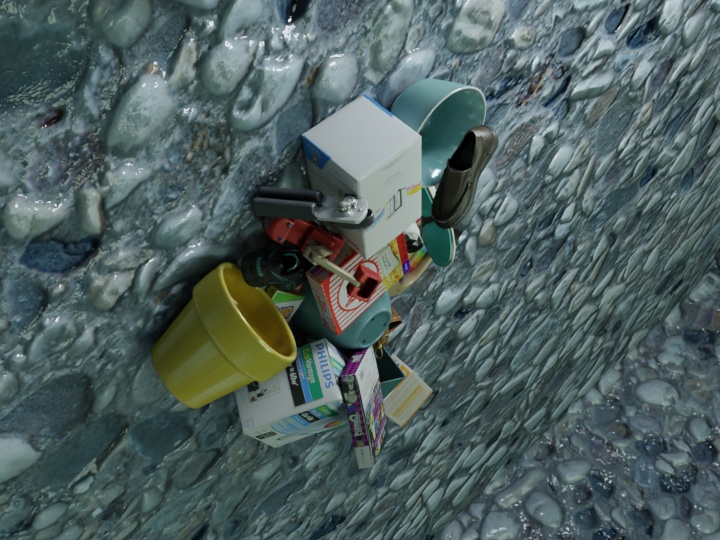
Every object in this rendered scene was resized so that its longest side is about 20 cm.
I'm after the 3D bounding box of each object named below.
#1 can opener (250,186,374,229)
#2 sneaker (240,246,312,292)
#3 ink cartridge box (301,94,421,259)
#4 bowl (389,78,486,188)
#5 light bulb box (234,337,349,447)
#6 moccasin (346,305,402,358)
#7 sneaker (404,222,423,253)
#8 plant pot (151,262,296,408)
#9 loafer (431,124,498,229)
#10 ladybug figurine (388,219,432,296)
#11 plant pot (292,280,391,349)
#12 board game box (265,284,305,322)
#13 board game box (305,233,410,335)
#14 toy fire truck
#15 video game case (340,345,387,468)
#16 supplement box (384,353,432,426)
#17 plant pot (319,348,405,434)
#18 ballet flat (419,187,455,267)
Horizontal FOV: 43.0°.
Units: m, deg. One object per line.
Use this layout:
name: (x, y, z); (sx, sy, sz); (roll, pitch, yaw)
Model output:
can opener: (-0.078, -0.095, 1.460); (0.067, 0.197, 0.053); (81, 24, -46)
sneaker: (-0.125, -0.003, 1.577); (0.078, 0.077, 0.199); (-14, 178, 25)
ink cartridge box: (0.007, -0.156, 1.553); (0.144, 0.147, 0.201); (-37, 149, -22)
bowl: (0.121, -0.261, 1.633); (0.200, 0.105, 0.202); (-34, 148, -25)
light bulb box: (-0.118, 0.240, 1.764); (0.198, 0.126, 0.198); (-20, 158, 8)
moccasin: (0.033, 0.137, 1.943); (0.074, 0.077, 0.201); (-56, 171, 25)
sneaker: (0.033, -0.094, 1.752); (0.198, 0.090, 0.074); (14, 149, -43)
plant pot: (-0.236, 0.121, 1.511); (0.188, 0.202, 0.201); (-36, 152, 10)
loafer: (0.173, -0.172, 1.641); (0.071, 0.073, 0.202); (5, 112, -50)
ladybug figurine: (0.098, -0.041, 1.889); (0.201, 0.072, 0.136); (-52, 152, 4)
plant pot: (-0.016, 0.075, 1.802); (0.199, 0.134, 0.201); (-35, 147, -26)
board game box: (-0.180, 0.104, 1.721); (0.201, 0.030, 0.095); (-58, 150, 10)
board game box: (0.000, 0.000, 1.664); (0.200, 0.046, 0.152); (-42, 144, -20)
toy fire truck: (-0.068, -0.033, 1.517); (0.198, 0.141, 0.049); (27, 108, -24)
video game case: (0.009, 0.255, 1.757); (0.200, 0.035, 0.184); (-55, 135, -75)
supplement box: (0.092, 0.300, 2.272); (0.126, 0.073, 0.200); (-47, 151, -4)
plant pot: (-0.035, 0.252, 1.982); (0.141, 0.142, 0.201); (-5, 139, -52)
ballet flat: (0.147, -0.108, 1.805); (0.069, 0.069, 0.202); (-30, 106, -30)
